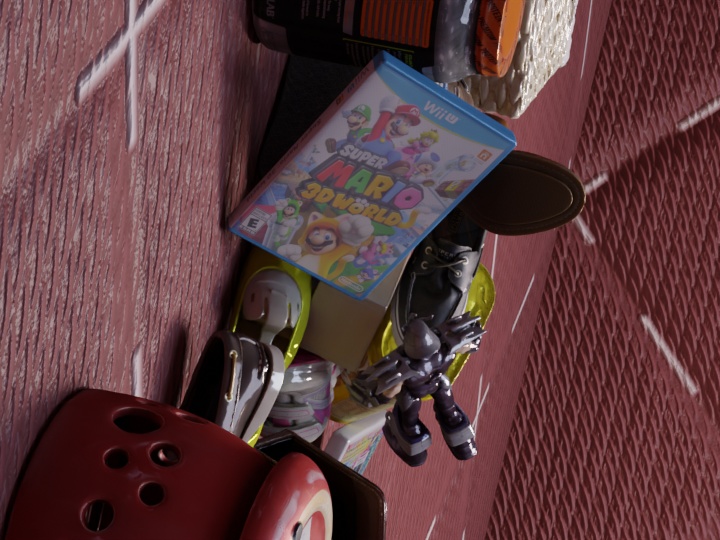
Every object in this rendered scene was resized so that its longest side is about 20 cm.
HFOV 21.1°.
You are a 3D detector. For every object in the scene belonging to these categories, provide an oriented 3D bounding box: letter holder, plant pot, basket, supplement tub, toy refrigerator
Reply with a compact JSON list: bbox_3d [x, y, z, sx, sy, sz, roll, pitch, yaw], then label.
[{"bbox_3d":[-0.062,0.265,1.674,0.100,0.142,0.201,-15,122,-42],"label":"letter holder"},{"bbox_3d":[-0.126,0.196,1.305,0.200,0.182,0.201,14,90,-76],"label":"plant pot"},{"bbox_3d":[0.097,-0.274,1.811,0.161,0.197,0.201,-55,155,-56],"label":"basket"},{"bbox_3d":[0.024,-0.217,1.525,0.123,0.199,0.123,13,90,-78],"label":"supplement tub"},{"bbox_3d":[0.000,0.000,1.740,0.200,0.070,0.076,-66,-179,-59],"label":"toy refrigerator"}]

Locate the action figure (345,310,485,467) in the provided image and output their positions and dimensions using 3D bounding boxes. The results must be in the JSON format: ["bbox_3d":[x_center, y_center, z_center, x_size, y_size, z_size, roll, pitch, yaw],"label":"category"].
[{"bbox_3d":[0.052,0.098,1.693,0.200,0.130,0.070,82,-14,-53],"label":"action figure"}]

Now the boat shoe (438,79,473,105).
[{"bbox_3d":[0.036,-0.186,1.701,0.072,0.072,0.200,-52,-139,23],"label":"boat shoe"}]

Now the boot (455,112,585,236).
[{"bbox_3d":[0.108,-0.094,1.647,0.155,0.199,0.074,-48,140,-60],"label":"boot"}]

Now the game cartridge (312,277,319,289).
[{"bbox_3d":[-0.031,-0.053,1.832,0.130,0.038,0.200,95,13,-46],"label":"game cartridge"}]

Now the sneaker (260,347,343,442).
[{"bbox_3d":[-0.061,0.115,1.741,0.200,0.081,0.089,40,62,-76],"label":"sneaker"}]

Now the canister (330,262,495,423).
[{"bbox_3d":[0.032,0.068,1.878,0.149,0.086,0.200,-61,-165,-24],"label":"canister"}]

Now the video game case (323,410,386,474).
[{"bbox_3d":[-0.036,0.235,2.002,0.183,0.024,0.200,-63,169,9],"label":"video game case"}]

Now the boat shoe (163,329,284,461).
[{"bbox_3d":[-0.127,0.144,1.523,0.059,0.072,0.201,24,91,-37],"label":"boat shoe"}]

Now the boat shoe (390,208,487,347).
[{"bbox_3d":[0.081,-0.015,1.764,0.066,0.070,0.201,102,11,-64],"label":"boat shoe"}]

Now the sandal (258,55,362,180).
[{"bbox_3d":[-0.032,-0.151,1.651,0.201,0.076,0.043,-64,163,-13],"label":"sandal"}]

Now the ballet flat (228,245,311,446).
[{"bbox_3d":[-0.082,0.061,1.614,0.067,0.067,0.201,146,-38,-76],"label":"ballet flat"}]

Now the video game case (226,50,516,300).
[{"bbox_3d":[0.008,-0.071,1.551,0.200,0.143,0.018,-45,-147,26],"label":"video game case"}]
